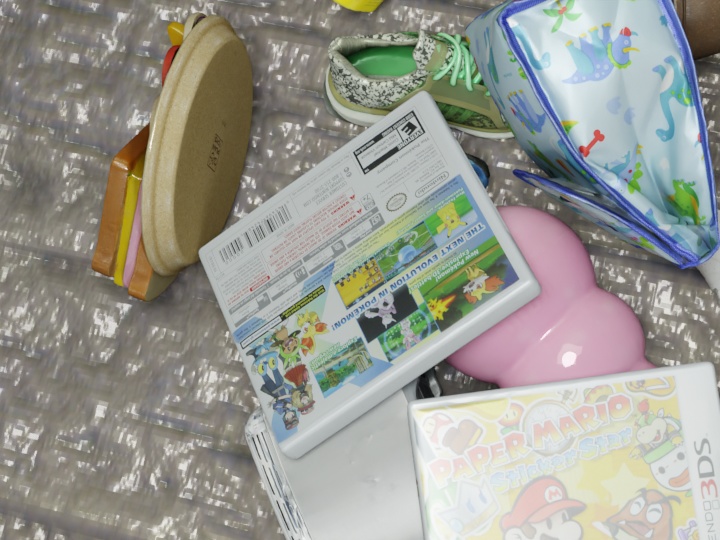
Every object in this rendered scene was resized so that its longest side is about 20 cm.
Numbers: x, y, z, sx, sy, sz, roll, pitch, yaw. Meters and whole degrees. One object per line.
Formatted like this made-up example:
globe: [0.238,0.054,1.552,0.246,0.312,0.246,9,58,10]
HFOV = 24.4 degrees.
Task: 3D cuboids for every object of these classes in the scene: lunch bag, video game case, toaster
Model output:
lunch bag: [0.160,-0.098,1.095,0.127,0.170,0.201,-30,97,0]
video game case: [0.000,0.000,1.110,0.199,0.022,0.183,-34,53,10]
toaster: [0.007,0.135,1.132,0.128,0.114,0.201,-26,77,7]
video game case: [0.139,0.161,1.049,0.198,0.023,0.184,-7,82,-1]

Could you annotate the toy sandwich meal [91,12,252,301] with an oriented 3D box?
toy sandwich meal: [-0.135,-0.085,1.177,0.070,0.205,0.207,13,80,11]

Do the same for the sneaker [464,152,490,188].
sneaker: [0.012,-0.015,1.194,0.199,0.078,0.090,-33,83,12]

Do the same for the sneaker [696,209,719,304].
sneaker: [0.283,0.031,1.125,0.200,0.076,0.081,38,96,18]

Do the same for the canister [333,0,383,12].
canister: [0.024,-0.306,1.207,0.200,0.086,0.149,-45,73,26]

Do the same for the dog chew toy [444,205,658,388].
dog chew toy: [0.134,0.052,1.126,0.124,0.125,0.200,-43,81,-1]

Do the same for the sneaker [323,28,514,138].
sneaker: [0.063,-0.142,1.196,0.198,0.089,0.078,-2,77,10]

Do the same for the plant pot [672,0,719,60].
plant pot: [0.284,-0.251,1.133,0.196,0.200,0.202,-11,75,1]
